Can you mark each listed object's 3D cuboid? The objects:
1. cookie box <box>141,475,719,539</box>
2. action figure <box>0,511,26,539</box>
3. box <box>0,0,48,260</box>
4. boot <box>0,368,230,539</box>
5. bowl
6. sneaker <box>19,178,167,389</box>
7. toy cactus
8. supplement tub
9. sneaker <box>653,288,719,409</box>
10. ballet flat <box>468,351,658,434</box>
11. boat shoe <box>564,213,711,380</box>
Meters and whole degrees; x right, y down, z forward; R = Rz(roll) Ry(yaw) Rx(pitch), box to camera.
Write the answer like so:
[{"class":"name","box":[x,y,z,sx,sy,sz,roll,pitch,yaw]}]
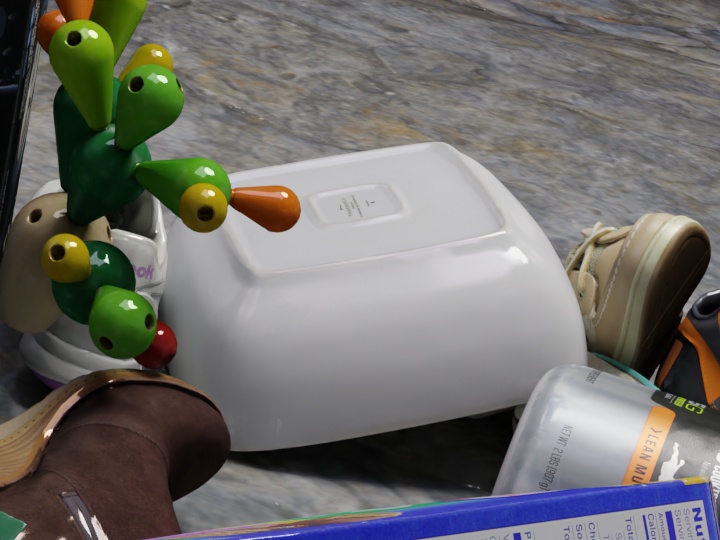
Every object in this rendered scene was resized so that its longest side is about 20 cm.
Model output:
[{"class":"cookie box","box":[-0.015,0.111,0.640,0.199,0.076,0.171,-1,-9,-41]},{"class":"action figure","box":[-0.216,0.089,0.731,0.199,0.055,0.118,19,53,43]},{"class":"box","box":[-0.197,-0.065,0.987,0.085,0.201,0.164,10,18,-7]},{"class":"boot","box":[-0.084,0.115,0.798,0.166,0.073,0.199,40,28,30]},{"class":"bowl","box":[0.000,0.000,1.051,0.198,0.075,0.200,-9,24,-9]},{"class":"sneaker","box":[-0.122,-0.013,1.049,0.074,0.100,0.200,16,18,-18]},{"class":"toy cactus","box":[-0.105,-0.033,0.908,0.102,0.165,0.201,4,54,-31]},{"class":"supplement tub","box":[0.147,0.121,0.823,0.199,0.123,0.123,18,19,12]},{"class":"sneaker","box":[0.242,0.065,1.055,0.199,0.113,0.077,21,12,18]},{"class":"ballet flat","box":[0.088,0.066,1.064,0.062,0.068,0.200,-26,31,-19]},{"class":"boat shoe","box":[0.128,0.012,1.083,0.065,0.072,0.200,34,-11,12]}]
